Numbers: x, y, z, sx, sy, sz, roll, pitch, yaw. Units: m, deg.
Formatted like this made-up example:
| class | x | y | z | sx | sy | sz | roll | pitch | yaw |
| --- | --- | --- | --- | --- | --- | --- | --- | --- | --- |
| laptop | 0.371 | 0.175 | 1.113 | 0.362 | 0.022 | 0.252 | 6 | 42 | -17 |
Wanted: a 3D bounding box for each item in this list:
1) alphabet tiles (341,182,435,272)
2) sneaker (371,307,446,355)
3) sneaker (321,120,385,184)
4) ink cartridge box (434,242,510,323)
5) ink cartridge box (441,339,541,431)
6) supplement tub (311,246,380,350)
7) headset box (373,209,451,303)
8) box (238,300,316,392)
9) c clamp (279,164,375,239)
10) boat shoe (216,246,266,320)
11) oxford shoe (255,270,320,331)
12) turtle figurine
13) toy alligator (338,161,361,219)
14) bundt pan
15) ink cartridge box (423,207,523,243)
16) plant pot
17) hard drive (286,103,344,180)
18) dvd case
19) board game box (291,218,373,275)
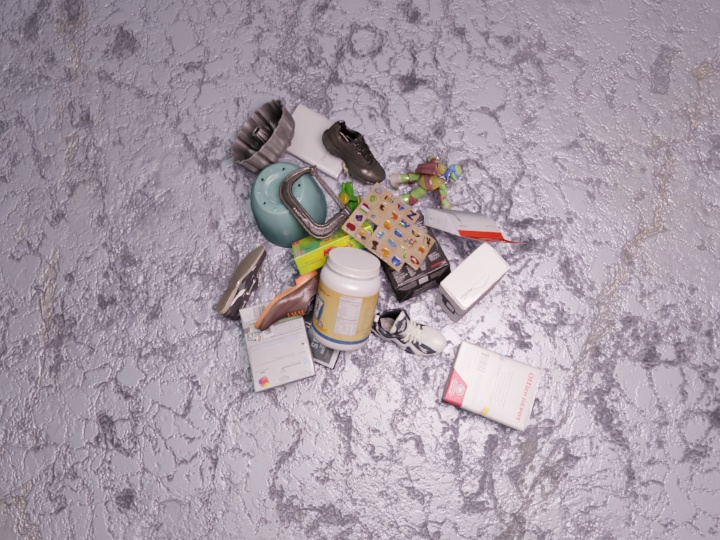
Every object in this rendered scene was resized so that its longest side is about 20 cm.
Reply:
| class | x | y | z | sx | sy | sz | roll | pitch | yaw |
| --- | --- | --- | --- | --- | --- | --- | --- | --- | --- |
| alphabet tiles | 0.076 | -0.095 | 1.343 | 0.198 | 0.008 | 0.168 | 37 | 59 | 1 |
| sneaker | 0.113 | 0.145 | 1.364 | 0.195 | 0.130 | 0.081 | 25 | 80 | 9 |
| sneaker | -0.008 | -0.301 | 1.469 | 0.198 | 0.090 | 0.077 | 38 | 57 | -13 |
| ink cartridge box | 0.257 | 0.033 | 1.342 | 0.144 | 0.200 | 0.085 | -41 | 78 | -6 |
| ink cartridge box | 0.305 | 0.271 | 1.345 | 0.195 | 0.086 | 0.151 | 21 | 79 | 7 |
| supplement tub | -0.032 | 0.065 | 1.322 | 0.141 | 0.145 | 0.205 | 15 | 113 | 7 |
| headset box | 0.118 | -0.045 | 1.411 | 0.146 | 0.076 | 0.203 | -24 | 57 | -2 |
| box | -0.202 | 0.176 | 1.401 | 0.152 | 0.041 | 0.205 | -16 | 76 | 1 |
| c clamp | -0.089 | -0.170 | 1.359 | 0.200 | 0.027 | 0.171 | 44 | 80 | -5 |
| boat shoe | -0.292 | 0.033 | 1.466 | 0.062 | 0.072 | 0.203 | 39 | 73 | -32 |
| oxford shoe | -0.164 | 0.084 | 1.364 | 0.199 | 0.071 | 0.073 | -41 | 83 | -8 |
| turtle figurine | 0.183 | -0.215 | 1.469 | 0.189 | 0.200 | 0.147 | -12 | 105 | 24 |
| toy alligator | -0.035 | -0.184 | 1.491 | 0.054 | 0.058 | 0.205 | -28 | 66 | 41 |
| bundt pan | -0.245 | -0.341 | 1.489 | 0.199 | 0.075 | 0.206 | -26 | 46 | 30 |
| ink cartridge box | 0.270 | -0.106 | 1.351 | 0.157 | 0.198 | 0.049 | 1 | 103 | -36 |
| plant pot | -0.189 | -0.177 | 1.442 | 0.194 | 0.161 | 0.207 | -1 | 78 | 3 |
| hard drive | -0.114 | -0.347 | 1.544 | 0.197 | 0.025 | 0.134 | 30 | 81 | 10 |
| dvd case | -0.130 | 0.139 | 1.437 | 0.195 | 0.025 | 0.154 | 21 | 80 | 9 |
| board game box | -0.066 | -0.066 | 1.386 | 0.196 | 0.102 | 0.049 | -24 | 115 | -1 |
